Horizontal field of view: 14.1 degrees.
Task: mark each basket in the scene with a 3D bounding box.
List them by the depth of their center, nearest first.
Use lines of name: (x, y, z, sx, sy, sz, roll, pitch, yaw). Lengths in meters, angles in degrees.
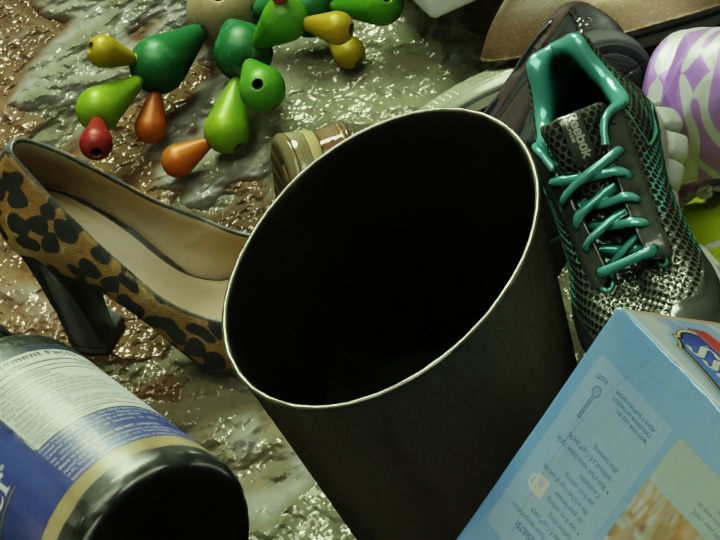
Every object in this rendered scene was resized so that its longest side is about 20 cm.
basket: (0.038, 0.059, 1.316, 0.135, 0.200, 0.181, 6, 50, 28)

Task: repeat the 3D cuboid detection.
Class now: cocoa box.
cocoa box: (0.164, 0.129, 1.174, 0.200, 0.131, 0.134, 48, 114, 34)

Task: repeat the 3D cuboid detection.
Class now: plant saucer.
plant saucer: (0.155, -0.155, 1.534, 0.199, 0.037, 0.200, -17, 7, 2)

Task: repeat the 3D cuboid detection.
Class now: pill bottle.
pill bottle: (-0.152, 0.100, 1.428, 0.112, 0.112, 0.200, -40, 43, -18)

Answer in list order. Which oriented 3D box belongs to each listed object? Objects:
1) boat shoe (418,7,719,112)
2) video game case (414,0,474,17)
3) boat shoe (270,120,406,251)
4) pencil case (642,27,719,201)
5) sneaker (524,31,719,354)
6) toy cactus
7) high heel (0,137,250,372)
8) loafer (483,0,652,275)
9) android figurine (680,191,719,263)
boat shoe: (0.118, -0.091, 1.531, 0.199, 0.063, 0.075, -18, 7, -3)
video game case: (0.091, -0.218, 1.674, 0.181, 0.023, 0.200, -24, 26, -6)
boat shoe: (0.000, -0.001, 1.409, 0.067, 0.200, 0.072, -15, 57, -8)
pencil case: (0.223, -0.074, 1.362, 0.199, 0.084, 0.086, 0, 78, 44)
sneaker: (0.109, -0.029, 1.301, 0.077, 0.091, 0.200, -29, 40, 15)
toy cactus: (-0.080, -0.140, 1.674, 0.199, 0.102, 0.165, -31, 31, 5)
high heel: (-0.090, -0.017, 1.498, 0.199, 0.143, 0.072, -4, 44, 21)
loafer: (0.077, -0.043, 1.453, 0.200, 0.072, 0.063, -58, 33, 21)
android figurine: (0.206, 0.004, 1.370, 0.181, 0.041, 0.200, -23, 28, 9)
